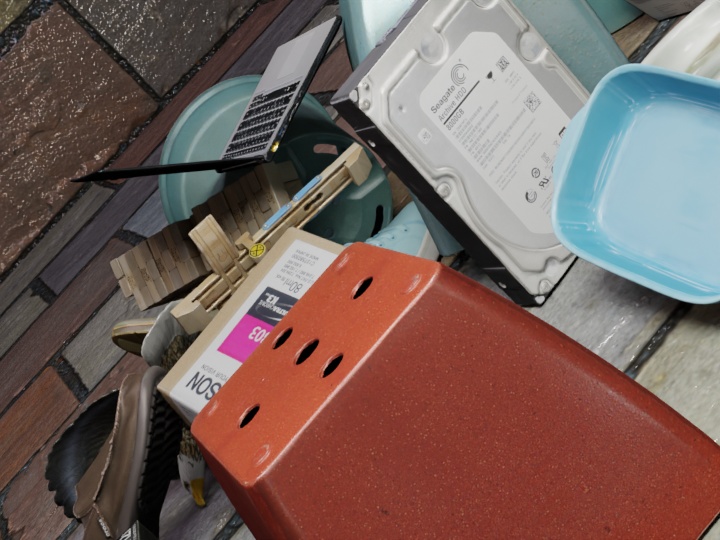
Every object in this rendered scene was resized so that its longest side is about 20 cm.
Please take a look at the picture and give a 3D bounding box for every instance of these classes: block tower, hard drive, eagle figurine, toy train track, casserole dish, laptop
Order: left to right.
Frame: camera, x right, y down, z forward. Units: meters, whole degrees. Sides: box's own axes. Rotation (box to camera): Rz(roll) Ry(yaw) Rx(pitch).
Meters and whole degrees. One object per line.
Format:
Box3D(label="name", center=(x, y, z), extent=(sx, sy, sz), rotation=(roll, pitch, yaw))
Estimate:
Box3D(label="eagle figurine", center=(-0.163, 0.128, 1.149), extent=(0.199, 0.151, 0.153), rotation=(-21, 50, 43))
Box3D(label="laptop", center=(-0.130, -0.135, 1.120), extent=(0.202, 0.115, 0.187), rotation=(-63, 17, -7))
Box3D(label="block tower", center=(-0.125, -0.028, 1.168), extent=(0.199, 0.055, 0.058), rotation=(-28, -5, 37))
Box3D(label="toy train track", center=(-0.062, -0.021, 1.070), extent=(0.200, 0.115, 0.032), rotation=(-44, 47, -12))
Box3D(label="hard drive", center=(0.091, -0.094, 0.933), extent=(0.140, 0.200, 0.038), rotation=(-50, 18, -19))
Box3D(label="casserole dish", center=(0.185, -0.049, 0.793), extent=(0.200, 0.038, 0.123), rotation=(30, 101, 57))

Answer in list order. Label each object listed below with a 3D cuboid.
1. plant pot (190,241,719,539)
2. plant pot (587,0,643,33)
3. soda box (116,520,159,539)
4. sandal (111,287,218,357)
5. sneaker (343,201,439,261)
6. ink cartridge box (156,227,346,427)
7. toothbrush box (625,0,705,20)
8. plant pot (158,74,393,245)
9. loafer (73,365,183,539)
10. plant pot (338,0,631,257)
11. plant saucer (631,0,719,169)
Box3D(label="plant pot", center=(0.030, 0.097, 0.694), extent=(0.200, 0.176, 0.200), rotation=(-48, 17, -9))
Box3D(label="plant pot", center=(0.213, -0.335, 1.249), extent=(0.200, 0.161, 0.201), rotation=(-39, 19, 16))
Box3D(label="soda box", center=(-0.145, 0.251, 0.922), extent=(0.063, 0.071, 0.200), rotation=(-43, 18, 3))
Box3D(label="sandal", center=(-0.120, 0.038, 1.207), extent=(0.197, 0.081, 0.055), rotation=(-12, 63, -1))
Box3D(label="sneaker", center=(0.000, 0.000, 1.126), extent=(0.074, 0.082, 0.201), rotation=(-16, 34, 55))
Box3D(label="ink cartridge box", center=(-0.030, 0.069, 0.973), extent=(0.165, 0.075, 0.199), rotation=(-50, 36, -16))
Box3D(label="toothbrush box", center=(0.280, -0.318, 1.093), extent=(0.146, 0.085, 0.202), rotation=(0, 67, 66))
Box3D(label="plant pot", center=(-0.071, -0.071, 1.295), extent=(0.200, 0.200, 0.196), rotation=(-47, 26, -5))
Box3D(label="loafer", center=(-0.187, 0.168, 1.040), extent=(0.073, 0.070, 0.203), rotation=(-15, -63, -75))
Box3D(label="plant pot", center=(0.084, -0.169, 1.061), extent=(0.195, 0.201, 0.197), rotation=(-31, 20, 5))
Box3D(label="plant saucer", center=(0.250, -0.126, 0.891), extent=(0.200, 0.050, 0.201), rotation=(-41, 18, 16))
